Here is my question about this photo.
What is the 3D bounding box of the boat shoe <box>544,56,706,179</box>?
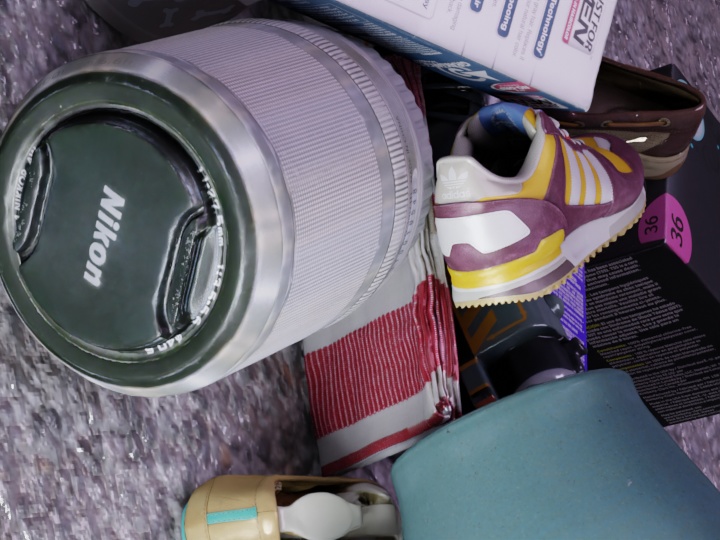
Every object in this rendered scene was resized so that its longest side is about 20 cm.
[{"bbox_3d":[0.120,-0.119,1.540,0.199,0.072,0.072,20,55,-3],"label":"boat shoe"}]

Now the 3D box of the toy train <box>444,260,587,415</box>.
[{"bbox_3d":[0.052,0.019,1.376,0.085,0.114,0.201,46,16,-48],"label":"toy train"}]

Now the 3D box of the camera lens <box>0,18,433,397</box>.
[{"bbox_3d":[-0.070,-0.035,1.190,0.200,0.159,0.161,-24,97,-60],"label":"camera lens"}]

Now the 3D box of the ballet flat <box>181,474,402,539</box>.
[{"bbox_3d":[-0.015,0.139,1.297,0.200,0.063,0.069,8,70,-58],"label":"ballet flat"}]

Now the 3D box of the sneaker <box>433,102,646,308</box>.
[{"bbox_3d":[0.097,-0.054,1.306,0.200,0.074,0.091,-45,125,-59],"label":"sneaker"}]

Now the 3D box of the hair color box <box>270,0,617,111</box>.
[{"bbox_3d":[0.038,-0.159,1.260,0.199,0.060,0.101,20,82,-31],"label":"hair color box"}]

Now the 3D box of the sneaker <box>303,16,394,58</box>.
[{"bbox_3d":[0.023,-0.157,1.474,0.200,0.078,0.080,-8,104,-59],"label":"sneaker"}]

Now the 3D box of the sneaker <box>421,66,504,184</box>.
[{"bbox_3d":[0.052,-0.133,1.353,0.203,0.076,0.147,-61,150,-41],"label":"sneaker"}]

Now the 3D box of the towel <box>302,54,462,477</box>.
[{"bbox_3d":[0.000,0.000,1.325,0.023,0.144,0.202,1,74,-29],"label":"towel"}]

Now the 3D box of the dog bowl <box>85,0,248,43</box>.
[{"bbox_3d":[-0.104,-0.223,1.324,0.200,0.058,0.201,34,48,-48],"label":"dog bowl"}]

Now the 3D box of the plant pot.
[{"bbox_3d":[0.107,0.160,1.232,0.200,0.199,0.189,4,59,-59],"label":"plant pot"}]

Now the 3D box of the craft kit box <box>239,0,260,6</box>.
[{"bbox_3d":[-0.102,-0.263,1.249,0.197,0.048,0.201,30,52,-54],"label":"craft kit box"}]

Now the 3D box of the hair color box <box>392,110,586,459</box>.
[{"bbox_3d":[0.073,0.015,1.460,0.065,0.109,0.201,39,45,-48],"label":"hair color box"}]

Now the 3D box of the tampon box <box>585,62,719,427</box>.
[{"bbox_3d":[0.201,-0.011,1.671,0.200,0.126,0.151,43,41,-41],"label":"tampon box"}]
